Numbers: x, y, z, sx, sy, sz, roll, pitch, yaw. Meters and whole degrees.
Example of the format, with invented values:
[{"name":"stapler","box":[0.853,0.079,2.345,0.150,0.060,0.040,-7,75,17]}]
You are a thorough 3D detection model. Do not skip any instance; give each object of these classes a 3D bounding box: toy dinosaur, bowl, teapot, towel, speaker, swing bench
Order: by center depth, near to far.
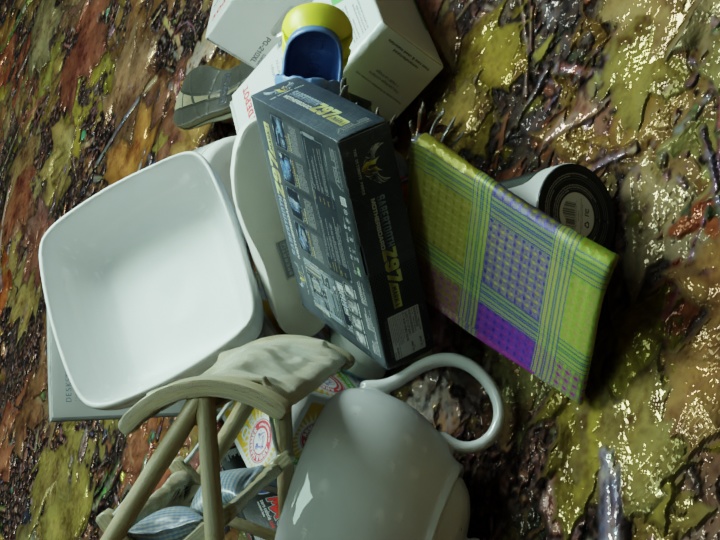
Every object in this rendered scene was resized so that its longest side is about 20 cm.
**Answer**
[{"name":"towel","box":[0.102,-0.005,1.061,0.199,0.023,0.145,36,138,34]},{"name":"swing bench","box":[-0.107,0.151,1.101,0.199,0.128,0.202,-22,-52,-75]},{"name":"teapot","box":[0.025,0.191,1.105,0.198,0.144,0.202,-60,-17,-53]},{"name":"speaker","box":[0.106,-0.028,1.133,0.199,0.080,0.082,-12,65,57]},{"name":"toy dinosaur","box":[0.035,-0.078,1.231,0.182,0.104,0.202,-76,-11,-50]},{"name":"bowl","box":[-0.183,0.017,1.297,0.198,0.075,0.202,-27,65,12]}]

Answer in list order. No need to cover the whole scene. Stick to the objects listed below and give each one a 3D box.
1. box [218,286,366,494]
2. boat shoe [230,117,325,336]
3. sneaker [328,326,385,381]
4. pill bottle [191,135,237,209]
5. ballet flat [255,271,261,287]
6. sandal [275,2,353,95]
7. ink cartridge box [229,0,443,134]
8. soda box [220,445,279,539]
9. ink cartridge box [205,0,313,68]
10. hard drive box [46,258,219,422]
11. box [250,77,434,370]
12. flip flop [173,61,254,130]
[{"name":"box","box":[-0.057,0.113,1.301,0.102,0.112,0.200,-61,34,17]},{"name":"boat shoe","box":[-0.073,-0.041,1.254,0.068,0.071,0.202,35,147,63]},{"name":"sneaker","box":[0.000,0.000,1.304,0.081,0.076,0.201,-51,46,35]},{"name":"pill bottle","box":[-0.173,-0.077,1.581,0.199,0.113,0.115,-10,67,56]},{"name":"ballet flat","box":[-0.081,-0.006,1.444,0.070,0.070,0.203,8,83,59]},{"name":"sandal","box":[-0.045,-0.131,1.256,0.201,0.078,0.088,86,-172,-45]},{"name":"ink cartridge box","box":[-0.028,-0.182,1.380,0.200,0.084,0.147,-45,35,22]},{"name":"soda box","box":[-0.068,0.236,1.283,0.200,0.063,0.071,-124,18,-53]},{"name":"ink cartridge box","box":[-0.090,-0.337,1.559,0.145,0.084,0.201,-48,25,36]},{"name":"hard drive box","box":[-0.210,0.064,1.413,0.077,0.197,0.158,-175,85,-77]},{"name":"box","box":[-0.015,-0.040,1.143,0.157,0.051,0.202,32,140,55]},{"name":"flip flop","box":[-0.149,-0.203,1.668,0.198,0.057,0.082,-10,62,41]}]
